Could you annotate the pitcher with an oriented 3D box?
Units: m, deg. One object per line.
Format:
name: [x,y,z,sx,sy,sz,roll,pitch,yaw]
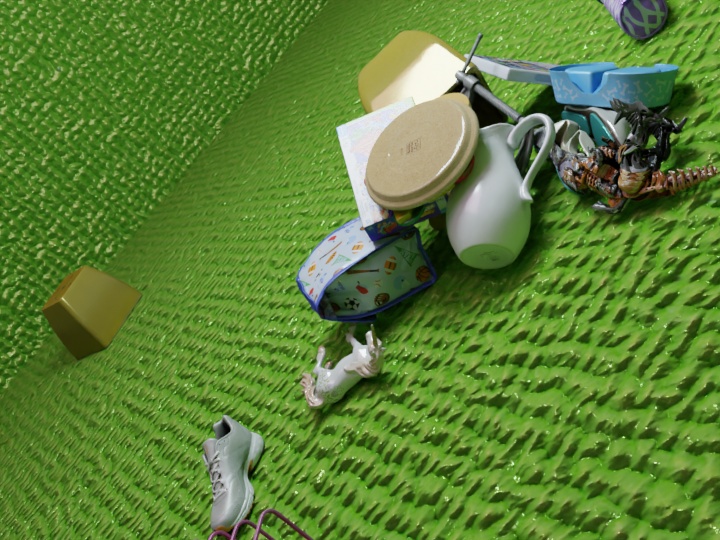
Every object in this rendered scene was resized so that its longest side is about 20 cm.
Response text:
pitcher: [0.201,-0.117,1.256,0.170,0.120,0.203,-20,56,43]

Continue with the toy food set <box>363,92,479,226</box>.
toy food set: [0.087,-0.166,1.285,0.197,0.049,0.202,-33,43,16]

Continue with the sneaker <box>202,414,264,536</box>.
sneaker: [-0.210,0.307,1.344,0.075,0.092,0.201,-35,26,22]

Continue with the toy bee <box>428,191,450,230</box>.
toy bee: [0.131,-0.128,1.443,0.199,0.108,0.133,-20,52,52]

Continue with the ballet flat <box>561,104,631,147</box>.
ballet flat: [0.355,-0.213,1.279,0.069,0.069,0.200,-42,23,7]

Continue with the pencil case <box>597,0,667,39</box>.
pencil case: [0.446,-0.454,1.472,0.084,0.085,0.201,-38,25,21]

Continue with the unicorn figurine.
unicorn figurine: [-0.014,0.137,1.331,0.201,0.073,0.138,-55,20,20]

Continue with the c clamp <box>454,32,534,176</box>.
c clamp: [0.199,-0.235,1.356,0.200,0.027,0.172,50,127,30]

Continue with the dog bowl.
dog bowl: [0.362,-0.268,1.281,0.110,0.050,0.199,-17,21,-34]

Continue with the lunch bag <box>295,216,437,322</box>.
lunch bag: [0.000,0.000,1.423,0.198,0.125,0.170,-28,22,-7]

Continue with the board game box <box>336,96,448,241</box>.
board game box: [0.049,-0.160,1.374,0.133,0.045,0.202,-21,58,9]

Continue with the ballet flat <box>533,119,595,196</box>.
ballet flat: [0.301,-0.178,1.286,0.072,0.072,0.201,-39,29,14]

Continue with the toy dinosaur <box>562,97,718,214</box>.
toy dinosaur: [0.354,-0.135,1.128,0.197,0.102,0.138,14,90,26]

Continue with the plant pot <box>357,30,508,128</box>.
plant pot: [0.105,-0.301,1.560,0.194,0.195,0.201,-42,59,7]

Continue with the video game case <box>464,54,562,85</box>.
video game case: [0.285,-0.325,1.457,0.200,0.179,0.023,-124,40,-66]

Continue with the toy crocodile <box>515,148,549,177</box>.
toy crocodile: [0.232,-0.176,1.421,0.067,0.063,0.199,-15,19,-23]

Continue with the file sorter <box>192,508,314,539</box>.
file sorter: [-0.150,0.391,1.067,0.199,0.125,0.140,-30,28,32]

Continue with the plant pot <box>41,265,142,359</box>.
plant pot: [-0.777,0.104,2.516,0.199,0.176,0.201,-21,33,45]
